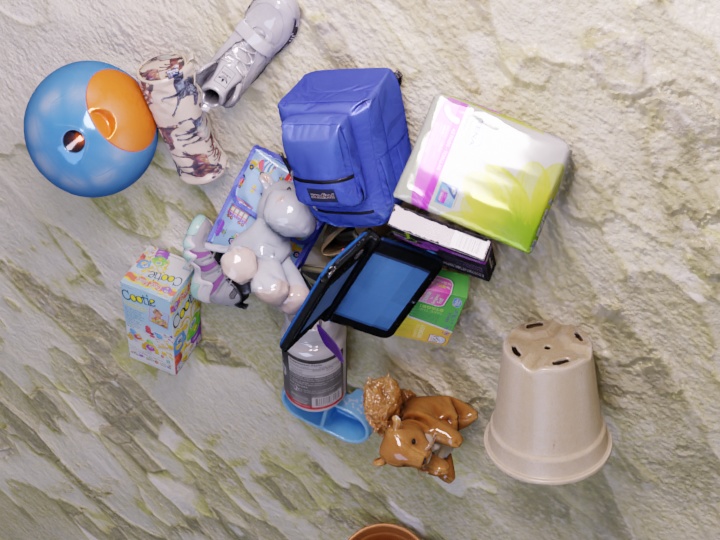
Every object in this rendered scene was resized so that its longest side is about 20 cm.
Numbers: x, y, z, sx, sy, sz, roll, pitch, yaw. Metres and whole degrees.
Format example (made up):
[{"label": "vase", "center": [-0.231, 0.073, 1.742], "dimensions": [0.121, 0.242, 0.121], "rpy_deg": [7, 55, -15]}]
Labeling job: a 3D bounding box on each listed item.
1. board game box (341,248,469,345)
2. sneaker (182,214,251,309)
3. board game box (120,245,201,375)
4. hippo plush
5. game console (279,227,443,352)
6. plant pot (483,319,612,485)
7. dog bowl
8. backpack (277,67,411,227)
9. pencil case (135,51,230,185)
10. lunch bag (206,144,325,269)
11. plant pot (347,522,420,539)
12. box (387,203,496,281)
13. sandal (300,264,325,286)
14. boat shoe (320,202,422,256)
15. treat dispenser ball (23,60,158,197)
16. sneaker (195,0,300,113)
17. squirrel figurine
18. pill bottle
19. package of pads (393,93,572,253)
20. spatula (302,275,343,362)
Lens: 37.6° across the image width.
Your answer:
[{"label": "board game box", "center": [0.055, 0.044, 1.628], "dimensions": [0.197, 0.041, 0.154], "rpy_deg": [12, 146, -2]}, {"label": "sneaker", "center": [-0.220, -0.008, 1.783], "dimensions": [0.138, 0.078, 0.201], "rpy_deg": [17, 146, 13]}, {"label": "board game box", "center": [-0.357, 0.073, 1.912], "dimensions": [0.103, 0.104, 0.202], "rpy_deg": [20, 137, 13]}, {"label": "hippo plush", "center": [-0.114, -0.042, 1.560], "dimensions": [0.158, 0.162, 0.200], "rpy_deg": [33, -178, -19]}, {"label": "game console", "center": [-0.001, 0.049, 1.517], "dimensions": [0.118, 0.171, 0.201], "rpy_deg": [39, 134, 7]}, {"label": "plant pot", "center": [0.283, 0.186, 1.596], "dimensions": [0.197, 0.201, 0.186], "rpy_deg": [9, 123, 23]}, {"label": "dog bowl", "center": [-0.057, 0.250, 1.944], "dimensions": [0.198, 0.050, 0.112], "rpy_deg": [24, 138, 7]}, {"label": "backpack", "center": [-0.023, -0.154, 1.453], "dimensions": [0.160, 0.168, 0.202], "rpy_deg": [8, 132, 32]}, {"label": "pencil case", "center": [-0.261, -0.225, 1.590], "dimensions": [0.088, 0.078, 0.202], "rpy_deg": [-12, 127, 9]}, {"label": "lunch bag", "center": [-0.127, -0.097, 1.644], "dimensions": [0.149, 0.094, 0.201], "rpy_deg": [32, 126, 1]}, {"label": "plant pot", "center": [0.048, 0.634, 2.156], "dimensions": [0.197, 0.202, 0.141], "rpy_deg": [20, 153, 12]}, {"label": "box", "center": [0.119, -0.035, 1.497], "dimensions": [0.141, 0.037, 0.200], "rpy_deg": [21, 176, 12]}, {"label": "sandal", "center": [0.001, 0.000, 1.670], "dimensions": [0.198, 0.058, 0.080], "rpy_deg": [-5, 144, 22]}, {"label": "boat shoe", "center": [0.016, -0.065, 1.581], "dimensions": [0.072, 0.077, 0.199], "rpy_deg": [46, 136, -16]}, {"label": "treat dispenser ball", "center": [-0.405, -0.212, 1.595], "dimensions": [0.198, 0.202, 0.203], "rpy_deg": [16, 136, 16]}, {"label": "sneaker", "center": [-0.156, -0.292, 1.436], "dimensions": [0.075, 0.116, 0.200], "rpy_deg": [38, 138, -9]}, {"label": "squirrel figurine", "center": [0.073, 0.269, 1.774], "dimensions": [0.199, 0.186, 0.143], "rpy_deg": [36, 112, 26]}, {"label": "pill bottle", "center": [-0.079, 0.135, 1.800], "dimensions": [0.112, 0.114, 0.202], "rpy_deg": [16, 136, 16]}, {"label": "package of pads", "center": [0.162, -0.130, 1.387], "dimensions": [0.198, 0.068, 0.157], "rpy_deg": [24, 94, 9]}, {"label": "spatula", "center": [-0.068, 0.067, 1.673], "dimensions": [0.020, 0.201, 0.057], "rpy_deg": [-22, 138, -4]}]
